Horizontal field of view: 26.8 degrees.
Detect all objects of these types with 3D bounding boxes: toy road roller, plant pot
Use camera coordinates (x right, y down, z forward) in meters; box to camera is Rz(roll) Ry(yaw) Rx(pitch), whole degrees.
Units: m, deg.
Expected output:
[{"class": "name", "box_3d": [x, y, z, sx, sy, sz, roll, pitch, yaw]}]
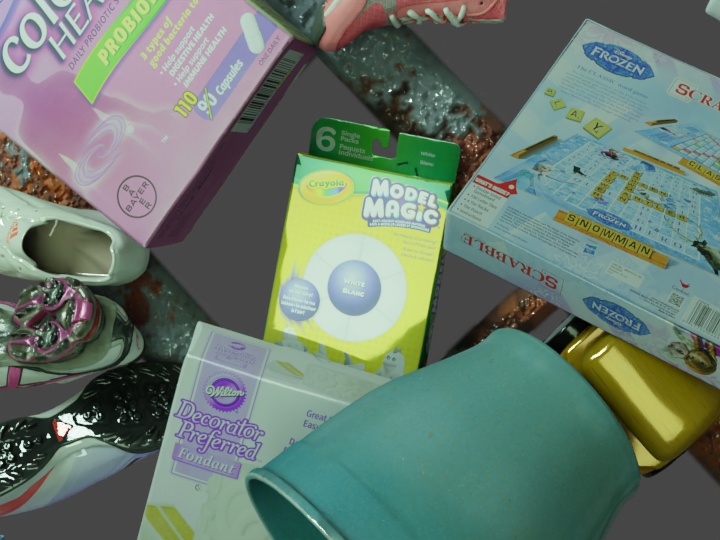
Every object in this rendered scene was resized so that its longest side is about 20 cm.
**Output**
[{"class": "toy road roller", "box_3d": [0.212, 0.048, 0.982, 0.200, 0.146, 0.123, -42, 87, 9]}, {"class": "plant pot", "box_3d": [0.063, 0.144, 0.923, 0.187, 0.200, 0.201, -38, 87, -17]}]

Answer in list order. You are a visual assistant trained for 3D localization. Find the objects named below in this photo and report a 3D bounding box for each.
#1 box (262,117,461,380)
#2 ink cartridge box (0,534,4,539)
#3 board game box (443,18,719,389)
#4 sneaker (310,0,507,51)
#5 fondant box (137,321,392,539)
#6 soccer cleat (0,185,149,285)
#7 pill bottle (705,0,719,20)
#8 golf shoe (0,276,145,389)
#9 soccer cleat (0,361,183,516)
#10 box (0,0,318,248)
[{"class": "box", "box_3d": [0.000, 0.000, 1.064, 0.116, 0.048, 0.203, 11, 94, 7]}, {"class": "ink cartridge box", "box_3d": [-0.322, 0.297, 1.099, 0.067, 0.115, 0.203, 10, 96, 8]}, {"class": "board game box", "box_3d": [0.185, -0.049, 0.959, 0.198, 0.041, 0.200, 28, 58, 17]}, {"class": "sneaker", "box_3d": [0.058, -0.195, 1.028, 0.199, 0.074, 0.087, -33, 90, 9]}, {"class": "fondant box", "box_3d": [-0.072, 0.153, 1.045, 0.142, 0.058, 0.202, 16, 111, -2]}, {"class": "soccer cleat", "box_3d": [-0.249, -0.025, 1.085, 0.197, 0.078, 0.070, 7, 95, 9]}, {"class": "pill bottle", "box_3d": [0.328, -0.158, 0.968, 0.198, 0.111, 0.112, 27, 97, 6]}, {"class": "golf shoe", "box_3d": [-0.248, 0.057, 1.091, 0.198, 0.092, 0.074, -5, 65, 30]}, {"class": "soccer cleat", "box_3d": [-0.196, 0.125, 1.101, 0.198, 0.073, 0.069, -22, 65, -7]}, {"class": "box", "box_3d": [-0.162, -0.148, 1.053, 0.199, 0.097, 0.177, 39, 99, 5]}]
